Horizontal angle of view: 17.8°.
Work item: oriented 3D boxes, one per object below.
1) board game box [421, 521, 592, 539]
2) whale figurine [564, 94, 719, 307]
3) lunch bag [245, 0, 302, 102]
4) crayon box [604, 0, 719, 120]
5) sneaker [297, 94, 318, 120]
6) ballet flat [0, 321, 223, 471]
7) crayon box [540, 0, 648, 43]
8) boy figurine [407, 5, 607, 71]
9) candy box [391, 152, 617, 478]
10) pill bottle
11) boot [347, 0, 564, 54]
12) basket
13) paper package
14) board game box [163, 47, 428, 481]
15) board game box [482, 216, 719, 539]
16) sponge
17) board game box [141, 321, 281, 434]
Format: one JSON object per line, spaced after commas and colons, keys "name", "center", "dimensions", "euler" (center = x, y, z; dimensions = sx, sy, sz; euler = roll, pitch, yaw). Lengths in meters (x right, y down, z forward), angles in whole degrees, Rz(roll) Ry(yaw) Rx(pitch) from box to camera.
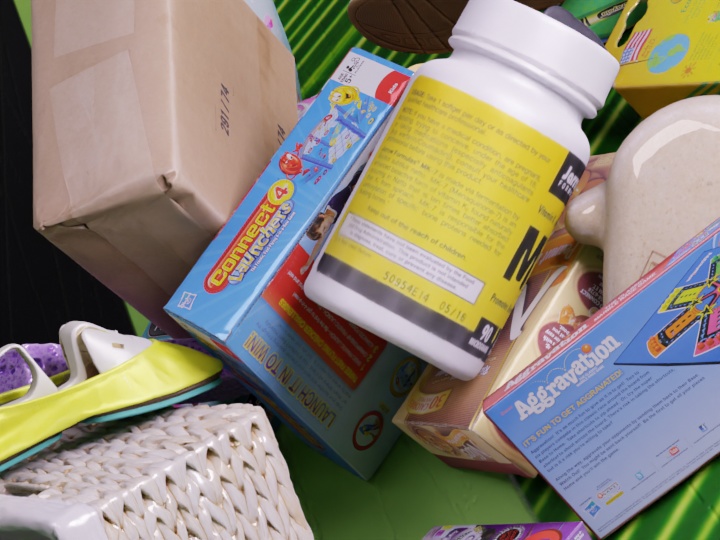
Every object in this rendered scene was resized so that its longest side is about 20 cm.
{"name": "board game box", "center": [0.030, 0.206, 1.240], "dimensions": [0.120, 0.032, 0.200], "euler": [-4, 30, 45]}
{"name": "whale figurine", "center": [0.188, 0.002, 1.283], "dimensions": [0.159, 0.104, 0.200], "euler": [26, 99, 21]}
{"name": "lunch bag", "center": [-0.115, -0.129, 1.683], "dimensions": [0.122, 0.200, 0.171], "euler": [3, 50, 10]}
{"name": "crayon box", "center": [0.241, -0.151, 1.417], "dimensions": [0.200, 0.051, 0.127], "euler": [3, 58, 52]}
{"name": "sneaker", "center": [-0.042, -0.084, 1.600], "dimensions": [0.088, 0.082, 0.200], "euler": [-13, 0, 0]}
{"name": "ballet flat", "center": [-0.173, 0.067, 1.313], "dimensions": [0.200, 0.067, 0.067], "euler": [-21, 9, -23]}
{"name": "crayon box", "center": [0.157, -0.214, 1.587], "dimensions": [0.200, 0.058, 0.119], "euler": [-31, 34, 27]}
{"name": "boy figurine", "center": [0.086, -0.122, 1.512], "dimensions": [0.124, 0.064, 0.200], "euler": [-52, 18, -19]}
{"name": "candy box", "center": [0.111, 0.025, 1.361], "dimensions": [0.200, 0.055, 0.115], "euler": [-56, 17, -14]}
{"name": "pill bottle", "center": [0.060, -0.049, 1.305], "dimensions": [0.114, 0.114, 0.200], "euler": [27, 89, 58]}
{"name": "boot", "center": [0.089, -0.237, 1.572], "dimensions": [0.200, 0.072, 0.155], "euler": [-17, 44, 33]}
{"name": "basket", "center": [-0.135, 0.189, 1.327], "dimensions": [0.161, 0.200, 0.198], "euler": [-32, 18, -36]}
{"name": "paper package", "center": [-0.117, -0.082, 1.429], "dimensions": [0.103, 0.191, 0.200], "euler": [-18, 58, 19]}
{"name": "board game box", "center": [0.000, 0.000, 1.404], "dimensions": [0.056, 0.200, 0.196], "euler": [28, 76, 37]}
{"name": "board game box", "center": [0.173, 0.049, 1.229], "dimensions": [0.200, 0.103, 0.019], "euler": [-38, 15, 16]}
{"name": "sponge", "center": [-0.145, 0.065, 1.438], "dimensions": [0.111, 0.200, 0.030], "euler": [-20, 75, 53]}
{"name": "board game box", "center": [-0.120, 0.103, 1.593], "dimensions": [0.151, 0.047, 0.200], "euler": [-6, 51, 48]}
